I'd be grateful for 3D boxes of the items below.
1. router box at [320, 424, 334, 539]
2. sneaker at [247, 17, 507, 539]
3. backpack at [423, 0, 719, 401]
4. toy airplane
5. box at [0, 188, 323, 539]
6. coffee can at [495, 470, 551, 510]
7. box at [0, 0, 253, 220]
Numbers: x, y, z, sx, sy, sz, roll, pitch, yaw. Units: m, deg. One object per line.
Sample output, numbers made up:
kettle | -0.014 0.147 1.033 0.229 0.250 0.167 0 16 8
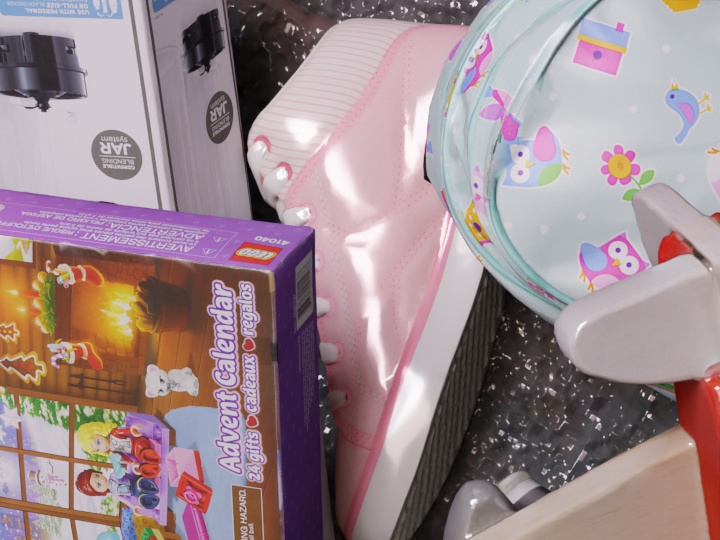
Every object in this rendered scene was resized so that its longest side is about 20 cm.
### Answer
router box | -0.098 0.116 0.831 0.179 0.049 0.201 3 115 20
sneaker | 0.000 0.000 0.838 0.104 0.075 0.201 15 86 13
backpack | 0.121 -0.032 0.752 0.200 0.127 0.167 26 91 -9
toy airplane | 0.116 0.066 0.666 0.200 0.141 0.200 22 90 -11
box | -0.082 0.075 0.753 0.136 0.039 0.201 7 116 19
coffee can | 0.099 0.182 0.765 0.200 0.146 0.147 32 97 15
box | -0.103 -0.031 0.831 0.116 0.060 0.201 6 116 22
